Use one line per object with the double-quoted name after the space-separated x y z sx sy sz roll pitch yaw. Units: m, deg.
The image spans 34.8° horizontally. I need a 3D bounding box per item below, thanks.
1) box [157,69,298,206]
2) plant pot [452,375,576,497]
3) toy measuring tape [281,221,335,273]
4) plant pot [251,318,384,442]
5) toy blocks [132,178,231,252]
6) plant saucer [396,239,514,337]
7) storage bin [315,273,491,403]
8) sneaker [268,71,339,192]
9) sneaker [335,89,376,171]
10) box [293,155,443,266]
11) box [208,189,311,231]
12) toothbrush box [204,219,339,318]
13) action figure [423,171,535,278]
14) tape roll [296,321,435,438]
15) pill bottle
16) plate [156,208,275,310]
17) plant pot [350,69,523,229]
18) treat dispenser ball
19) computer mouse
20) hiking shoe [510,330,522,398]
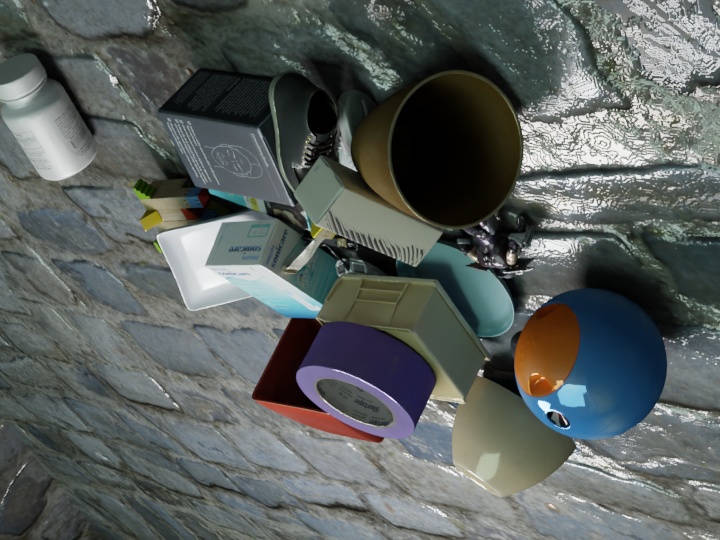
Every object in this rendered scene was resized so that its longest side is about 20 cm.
-0.168 -0.195 1.669 0.200 0.107 0.149 14 142 34 "box"
0.223 0.280 1.835 0.200 0.135 0.200 36 169 8 "plant pot"
-0.066 -0.079 1.726 0.074 0.074 0.200 40 123 -5 "toy measuring tape"
-0.031 0.192 1.991 0.200 0.200 0.176 4 148 42 "plant pot"
-0.280 -0.084 1.967 0.137 0.100 0.200 0 134 30 "toy blocks"
0.146 0.022 1.724 0.200 0.027 0.200 26 149 17 "plant saucer"
0.065 0.105 1.786 0.198 0.094 0.200 4 145 40 "storage bin"
-0.063 -0.162 1.543 0.106 0.075 0.200 36 148 54 "sneaker"
-0.006 -0.165 1.582 0.080 0.070 0.200 18 146 33 "sneaker"
0.013 -0.078 1.542 0.200 0.068 0.082 21 -156 -41 "box"
-0.152 -0.133 1.794 0.200 0.049 0.082 21 146 25 "box"
-0.126 0.001 1.859 0.146 0.085 0.200 -1 154 46 "toothbrush box"
0.167 -0.059 1.557 0.130 0.069 0.200 -7 133 41 "action figure"
0.008 0.169 1.754 0.200 0.085 0.200 22 152 12 "tape roll"
-0.541 -0.262 1.950 0.114 0.114 0.200 12 142 35 "pill bottle"
-0.222 -0.026 1.939 0.200 0.032 0.200 -14 136 1 "plate"
0.070 -0.151 1.440 0.186 0.186 0.200 51 163 -22 "plant pot"
0.306 0.124 1.531 0.201 0.201 0.201 26 148 18 "treat dispenser ball"
0.000 0.000 1.813 0.110 0.044 0.200 0 142 41 "computer mouse"
0.267 0.170 1.755 0.101 0.076 0.200 -5 131 44 "hiking shoe"
